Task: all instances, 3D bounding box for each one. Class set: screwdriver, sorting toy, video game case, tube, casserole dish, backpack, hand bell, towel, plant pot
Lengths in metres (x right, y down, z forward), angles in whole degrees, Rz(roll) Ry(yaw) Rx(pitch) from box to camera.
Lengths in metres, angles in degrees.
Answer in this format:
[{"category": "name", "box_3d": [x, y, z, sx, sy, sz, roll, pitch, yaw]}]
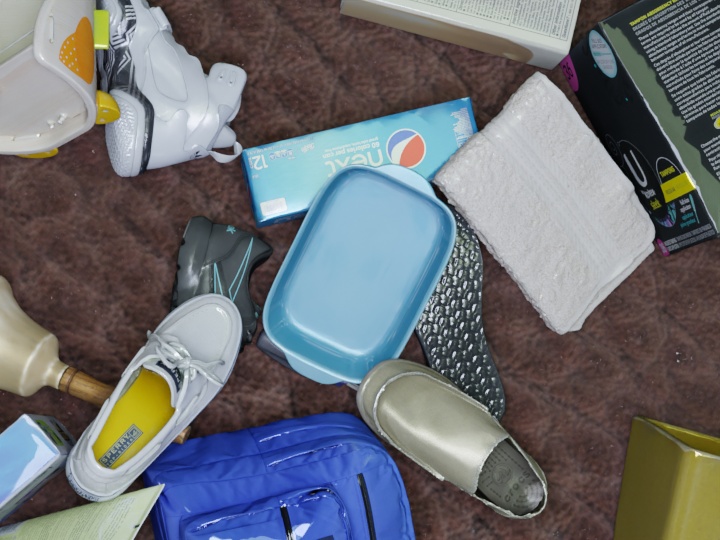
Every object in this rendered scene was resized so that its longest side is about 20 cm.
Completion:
[{"category": "screwdriver", "box_3d": [0.000, 0.103, 1.330, 0.200, 0.029, 0.028, 30, 82, -5]}, {"category": "sorting toy", "box_3d": [-0.260, -0.202, 1.277, 0.107, 0.200, 0.181, 21, 64, -37]}, {"category": "video game case", "box_3d": [-0.313, 0.192, 1.212, 0.200, 0.181, 0.045, -41, 88, -8]}, {"category": "tube", "box_3d": [-0.227, 0.214, 1.216, 0.052, 0.200, 0.058, 3, 72, -43]}, {"category": "casserole dish", "box_3d": [0.000, 0.000, 1.282, 0.121, 0.039, 0.200, 26, 108, -2]}, {"category": "backpack", "box_3d": [-0.055, 0.213, 1.236, 0.199, 0.168, 0.163, -12, 108, -16]}, {"category": "hand bell", "box_3d": [-0.229, 0.092, 1.250, 0.200, 0.104, 0.104, 25, 83, 9]}, {"category": "towel", "box_3d": [0.162, -0.052, 1.315, 0.133, 0.034, 0.200, -45, 115, -9]}, {"category": "plant pot", "box_3d": [0.306, 0.249, 1.265, 0.194, 0.196, 0.201, 16, 92, -3]}]

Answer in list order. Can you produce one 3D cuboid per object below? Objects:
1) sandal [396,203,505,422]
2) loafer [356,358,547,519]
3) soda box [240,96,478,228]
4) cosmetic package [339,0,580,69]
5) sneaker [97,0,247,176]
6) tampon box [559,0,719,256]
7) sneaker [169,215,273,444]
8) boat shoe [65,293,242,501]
[{"category": "sandal", "box_3d": [0.073, 0.042, 1.334, 0.075, 0.048, 0.201, -12, 98, -7]}, {"category": "loafer", "box_3d": [0.085, 0.141, 1.284, 0.200, 0.068, 0.076, 34, 83, -20]}, {"category": "soda box", "box_3d": [0.001, -0.091, 1.324, 0.199, 0.068, 0.064, -13, 87, -6]}, {"category": "cosmetic package", "box_3d": [0.090, -0.252, 1.346, 0.199, 0.071, 0.105, 16, 84, -3]}, {"category": "sneaker", "box_3d": [-0.162, -0.177, 1.319, 0.115, 0.075, 0.200, -3, 74, -18]}, {"category": "tampon box", "box_3d": [0.281, -0.135, 1.312, 0.126, 0.150, 0.200, -29, 87, -8]}, {"category": "sneaker", "box_3d": [-0.127, 0.056, 1.296, 0.079, 0.075, 0.201, 12, 84, -7]}, {"category": "boat shoe", "box_3d": [-0.150, 0.084, 1.192, 0.075, 0.086, 0.202, 41, 58, -1]}]
